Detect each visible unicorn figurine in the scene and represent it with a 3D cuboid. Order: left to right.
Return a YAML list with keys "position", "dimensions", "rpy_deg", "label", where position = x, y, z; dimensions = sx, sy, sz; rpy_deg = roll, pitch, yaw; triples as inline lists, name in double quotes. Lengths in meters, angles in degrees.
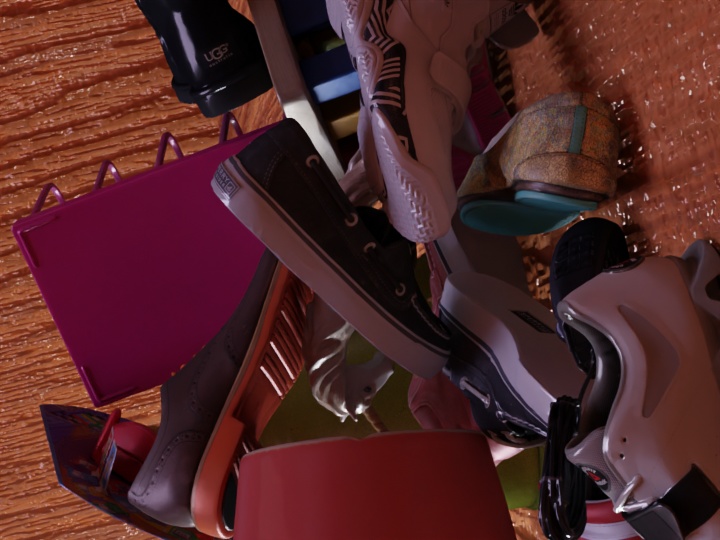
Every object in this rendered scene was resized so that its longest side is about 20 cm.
- position: [0.000, 0.000, 1.153]
  dimensions: [0.138, 0.074, 0.200]
  rpy_deg: [-64, -28, -27]
  label: "unicorn figurine"

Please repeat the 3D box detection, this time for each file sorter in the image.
- position: [-0.112, -0.023, 1.324]
  dimensions: [0.126, 0.199, 0.139]
  rpy_deg: [-91, -20, -69]
  label: "file sorter"

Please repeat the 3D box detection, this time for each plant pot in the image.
- position: [0.010, 0.092, 1.351]
  dimensions: [0.200, 0.192, 0.201]
  rpy_deg: [167, 90, -82]
  label: "plant pot"
- position: [0.009, 0.185, 1.076]
  dimensions: [0.200, 0.199, 0.178]
  rpy_deg: [120, 145, -78]
  label: "plant pot"

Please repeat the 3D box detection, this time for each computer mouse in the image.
- position: [0.101, 0.049, 0.931]
  dimensions: [0.200, 0.034, 0.059]
  rpy_deg: [-71, -32, -46]
  label: "computer mouse"

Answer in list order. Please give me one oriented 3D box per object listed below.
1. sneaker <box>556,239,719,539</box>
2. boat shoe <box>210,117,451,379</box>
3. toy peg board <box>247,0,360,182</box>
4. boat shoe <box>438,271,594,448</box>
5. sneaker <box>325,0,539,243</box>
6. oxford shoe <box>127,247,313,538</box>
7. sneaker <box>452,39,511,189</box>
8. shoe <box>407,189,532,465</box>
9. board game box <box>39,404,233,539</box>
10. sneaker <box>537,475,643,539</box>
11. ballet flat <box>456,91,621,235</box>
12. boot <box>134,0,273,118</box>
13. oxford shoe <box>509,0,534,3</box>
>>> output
- position: [0.138, 0.094, 0.862]
  dimensions: [0.074, 0.088, 0.201]
  rpy_deg: [132, 123, -78]
  label: "sneaker"
- position: [0.000, -0.008, 1.032]
  dimensions: [0.200, 0.057, 0.069]
  rpy_deg: [42, -174, -43]
  label: "boat shoe"
- position: [-0.007, -0.153, 1.295]
  dimensions: [0.199, 0.097, 0.201]
  rpy_deg: [63, -172, -58]
  label: "toy peg board"
- position: [0.091, 0.066, 1.064]
  dimensions: [0.200, 0.071, 0.068]
  rpy_deg: [43, 122, 58]
  label: "boat shoe"
- position: [0.050, -0.114, 1.018]
  dimensions: [0.075, 0.114, 0.201]
  rpy_deg: [94, 164, -64]
  label: "sneaker"
- position: [-0.081, 0.059, 1.150]
  dimensions: [0.071, 0.072, 0.201]
  rpy_deg: [69, -145, -53]
  label: "oxford shoe"
- position: [0.039, -0.151, 1.165]
  dimensions: [0.088, 0.081, 0.201]
  rpy_deg: [-117, 17, -53]
  label: "sneaker"
- position: [0.061, 0.032, 1.209]
  dimensions: [0.091, 0.071, 0.201]
  rpy_deg: [-43, 52, 29]
  label: "shoe"
- position: [-0.119, 0.118, 1.224]
  dimensions: [0.039, 0.158, 0.200]
  rpy_deg: [-65, 20, 10]
  label: "board game box"
- position: [0.129, 0.155, 1.064]
  dimensions: [0.200, 0.071, 0.113]
  rpy_deg: [161, 92, -74]
  label: "sneaker"
- position: [0.096, -0.058, 1.022]
  dimensions: [0.200, 0.070, 0.071]
  rpy_deg: [152, 105, -82]
  label: "ballet flat"
- position: [-0.119, -0.195, 1.269]
  dimensions: [0.200, 0.076, 0.169]
  rpy_deg: [-121, 6, -76]
  label: "boot"
- position: [0.067, -0.220, 0.993]
  dimensions: [0.071, 0.071, 0.200]
  rpy_deg: [-63, 31, 32]
  label: "oxford shoe"
